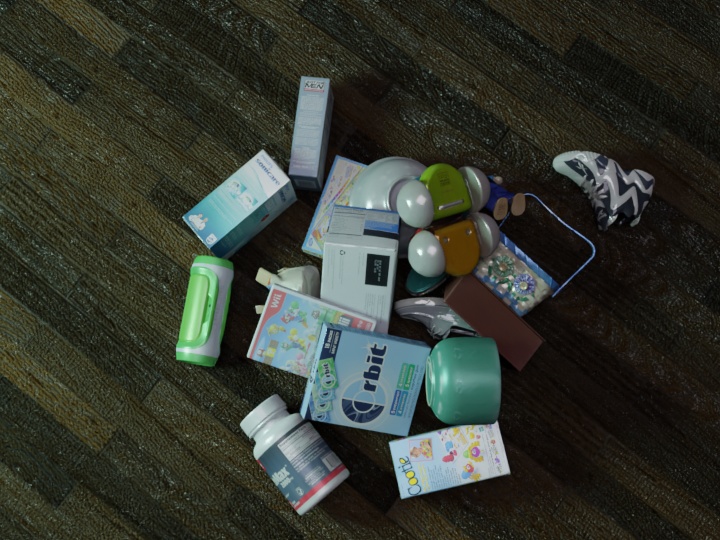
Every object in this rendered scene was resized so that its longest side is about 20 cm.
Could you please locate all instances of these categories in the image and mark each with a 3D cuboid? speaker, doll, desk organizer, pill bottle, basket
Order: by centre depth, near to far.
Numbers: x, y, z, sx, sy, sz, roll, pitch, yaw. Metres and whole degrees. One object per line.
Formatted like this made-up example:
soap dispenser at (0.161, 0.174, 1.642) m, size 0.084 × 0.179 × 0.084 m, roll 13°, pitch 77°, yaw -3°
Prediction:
pill bottle at (-0.125, 0.332, 1.649) m, size 0.119 × 0.120 × 0.200 m, roll -39°, pitch 80°, yaw -6°
desk organizer at (0.234, 0.092, 1.655) m, size 0.200 × 0.072 × 0.077 m, roll 42°, pitch 77°, yaw -8°
basket at (0.316, -0.019, 1.692) m, size 0.176 × 0.139 × 0.200 m, roll 39°, pitch 89°, yaw 8°
doll at (0.219, -0.151, 1.709) m, size 0.136 × 0.200 × 0.049 m, roll -14°, pitch 117°, yaw -24°
speaker at (-0.295, 0.077, 1.721) m, size 0.088 × 0.088 × 0.201 m, roll 8°, pitch 80°, yaw 3°

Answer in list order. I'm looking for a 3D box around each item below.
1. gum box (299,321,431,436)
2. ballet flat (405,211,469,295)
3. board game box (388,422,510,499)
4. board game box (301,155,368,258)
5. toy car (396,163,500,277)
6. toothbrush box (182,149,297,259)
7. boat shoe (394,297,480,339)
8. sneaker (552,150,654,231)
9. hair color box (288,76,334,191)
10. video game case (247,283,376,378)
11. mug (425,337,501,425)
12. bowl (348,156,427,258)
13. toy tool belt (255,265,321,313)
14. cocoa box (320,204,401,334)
gum box at (0.009, 0.195, 1.611) m, size 0.199 × 0.045 × 0.171 m, roll 13°, pitch 98°, yaw -15°
ballet flat at (0.162, -0.026, 1.734) m, size 0.072 × 0.072 × 0.201 m, roll 36°, pitch 83°, yaw 8°
board game box at (0.159, 0.340, 1.646) m, size 0.199 × 0.103 × 0.106 m, roll -12°, pitch 81°, yaw -1°
board game box at (-0.019, -0.111, 1.774) m, size 0.134 × 0.034 × 0.201 m, roll 19°, pitch 80°, yaw 5°
toy car at (0.140, -0.089, 1.608) m, size 0.174 × 0.150 × 0.201 m, roll -19°, pitch 101°, yaw -25°
toothbrush box at (-0.226, -0.120, 1.726) m, size 0.200 × 0.146 × 0.085 m, roll -42°, pitch 81°, yaw -7°
boat shoe at (0.162, 0.095, 1.710) m, size 0.199 × 0.070 × 0.072 m, roll 6°, pitch 74°, yaw 0°
sneaker at (0.459, -0.145, 1.742) m, size 0.198 × 0.080 × 0.130 m, roll 20°, pitch 72°, yaw -5°
hair color box at (-0.096, -0.267, 1.773) m, size 0.060 × 0.099 × 0.201 m, roll 7°, pitch 79°, yaw 4°
video game case at (-0.087, 0.122, 1.624) m, size 0.199 × 0.017 × 0.144 m, roll 20°, pitch 100°, yaw -7°
mug at (0.174, 0.201, 1.589) m, size 0.114 × 0.185 × 0.153 m, roll 0°, pitch 58°, yaw -4°
bowl at (0.083, -0.127, 1.719) m, size 0.200 × 0.090 × 0.203 m, roll 1°, pitch 84°, yaw -14°
toy tool belt at (-0.136, 0.092, 1.706) m, size 0.122 × 0.125 × 0.202 m, roll -4°, pitch 92°, yaw 22°
cocoa box at (0.000, 0.000, 1.654) m, size 0.132 × 0.201 × 0.132 m, roll 7°, pitch 36°, yaw 2°
